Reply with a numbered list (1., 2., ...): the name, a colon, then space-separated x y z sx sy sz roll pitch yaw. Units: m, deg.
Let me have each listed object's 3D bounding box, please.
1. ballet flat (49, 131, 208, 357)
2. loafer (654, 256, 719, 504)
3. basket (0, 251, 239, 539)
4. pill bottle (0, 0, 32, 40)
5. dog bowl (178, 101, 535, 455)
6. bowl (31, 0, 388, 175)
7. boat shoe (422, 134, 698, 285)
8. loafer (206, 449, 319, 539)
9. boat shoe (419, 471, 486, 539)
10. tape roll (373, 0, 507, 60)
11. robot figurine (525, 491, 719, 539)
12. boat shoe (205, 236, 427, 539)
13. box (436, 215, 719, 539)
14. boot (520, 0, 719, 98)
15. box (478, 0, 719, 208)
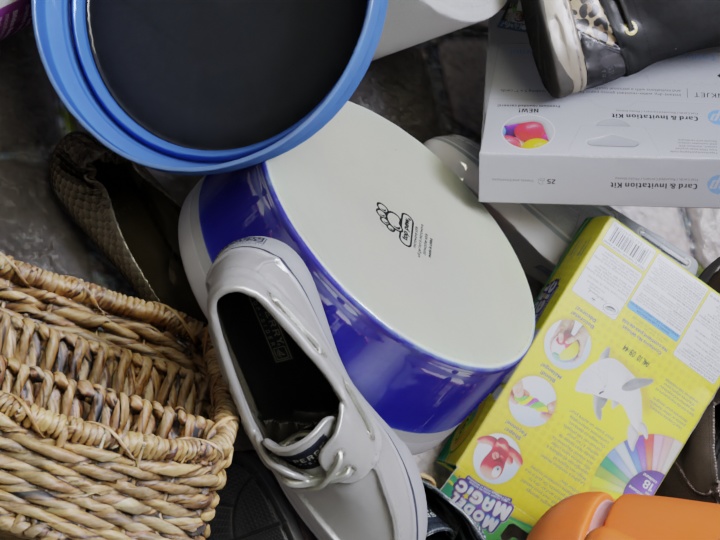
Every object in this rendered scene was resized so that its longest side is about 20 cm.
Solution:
1. ballet flat: -0.099 -0.004 1.316 0.067 0.046 0.200 -37 80 -30
2. loafer: 0.231 0.077 1.446 0.073 0.071 0.201 38 59 -35
3. basket: -0.162 0.065 1.194 0.199 0.143 0.150 20 80 -16
4. pill bottle: -0.222 -0.179 1.304 0.199 0.112 0.113 -31 86 -33
5. dog bowl: 0.000 0.000 1.314 0.199 0.079 0.201 33 30 -22
6. bowl: -0.077 -0.149 1.245 0.039 0.199 0.202 17 52 -68
7. boat shoe: 0.123 -0.033 1.435 0.199 0.072 0.069 33 76 -11
8. loafer: -0.026 0.190 1.287 0.063 0.072 0.201 -16 83 -51
9. boat shoe: 0.015 0.126 1.311 0.071 0.091 0.201 -24 82 -33
10. tape roll: -0.015 -0.220 1.366 0.202 0.138 0.204 30 52 -47
11. robot figurine: 0.169 0.181 1.291 0.144 0.198 0.118 -31 123 -65
12. boat shoe: -0.024 0.080 1.206 0.066 0.071 0.201 -68 140 -65
13. box: 0.133 0.083 1.384 0.117 0.048 0.201 35 80 -12
14. boot: 0.161 -0.209 1.352 0.149 0.073 0.202 -9 90 -5
15. box: 0.151 -0.117 1.410 0.155 0.041 0.201 1 41 4
